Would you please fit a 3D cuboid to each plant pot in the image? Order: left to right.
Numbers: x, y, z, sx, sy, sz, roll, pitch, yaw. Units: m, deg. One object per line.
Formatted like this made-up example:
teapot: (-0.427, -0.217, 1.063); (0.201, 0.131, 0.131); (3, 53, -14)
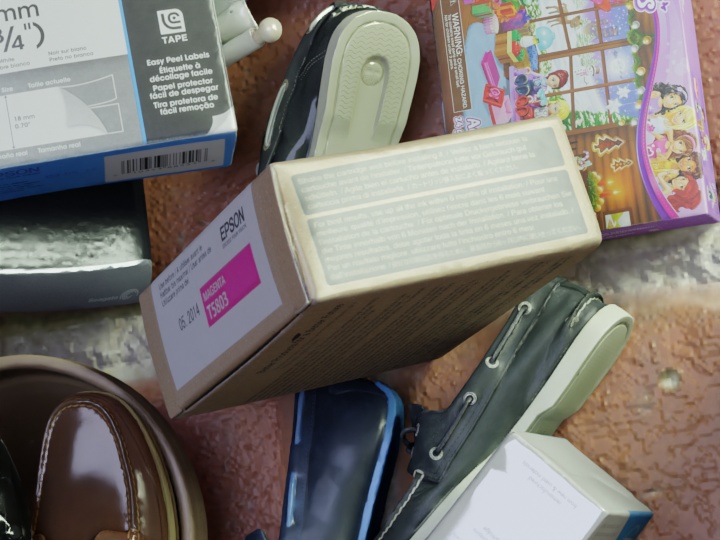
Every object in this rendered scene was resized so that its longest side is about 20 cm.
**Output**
plant pot: (-0.167, 0.149, 1.420); (0.201, 0.093, 0.201); (-2, 84, 18)

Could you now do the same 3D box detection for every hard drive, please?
hard drive: (-0.209, -0.046, 1.412); (0.042, 0.200, 0.135); (-35, 58, 58)

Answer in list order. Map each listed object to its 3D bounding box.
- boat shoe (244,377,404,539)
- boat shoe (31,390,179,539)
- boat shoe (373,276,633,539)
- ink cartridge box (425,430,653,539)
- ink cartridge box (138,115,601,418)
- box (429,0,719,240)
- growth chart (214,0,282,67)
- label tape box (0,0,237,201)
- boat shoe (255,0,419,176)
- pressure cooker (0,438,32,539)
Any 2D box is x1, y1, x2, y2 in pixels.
boat shoe: (-0.030, 0.154, 1.387); (0.069, 0.084, 0.200); (14, 73, 9)
boat shoe: (-0.136, 0.160, 1.324); (0.072, 0.068, 0.200); (-5, 82, 18)
boat shoe: (0.057, 0.084, 1.362); (0.066, 0.074, 0.199); (40, 96, 21)
ink cartridge box: (0.055, 0.181, 1.329); (0.067, 0.116, 0.200); (40, 97, 17)
ink cartridge box: (0.000, 0.000, 1.296); (0.165, 0.200, 0.075); (-10, 76, -27)
box: (0.110, -0.114, 1.384); (0.137, 0.039, 0.200); (-9, 81, 17)
growth chart: (-0.092, -0.200, 1.443); (0.145, 0.018, 0.200); (-18, 75, 45)
label tape box: (-0.154, -0.147, 1.387); (0.144, 0.063, 0.200); (-10, 76, -7)
boat shoe: (-0.026, -0.050, 1.420); (0.068, 0.072, 0.200); (28, 102, 56)
pressure cooker: (-0.289, 0.148, 1.308); (0.200, 0.179, 0.176); (-28, 79, 38)
